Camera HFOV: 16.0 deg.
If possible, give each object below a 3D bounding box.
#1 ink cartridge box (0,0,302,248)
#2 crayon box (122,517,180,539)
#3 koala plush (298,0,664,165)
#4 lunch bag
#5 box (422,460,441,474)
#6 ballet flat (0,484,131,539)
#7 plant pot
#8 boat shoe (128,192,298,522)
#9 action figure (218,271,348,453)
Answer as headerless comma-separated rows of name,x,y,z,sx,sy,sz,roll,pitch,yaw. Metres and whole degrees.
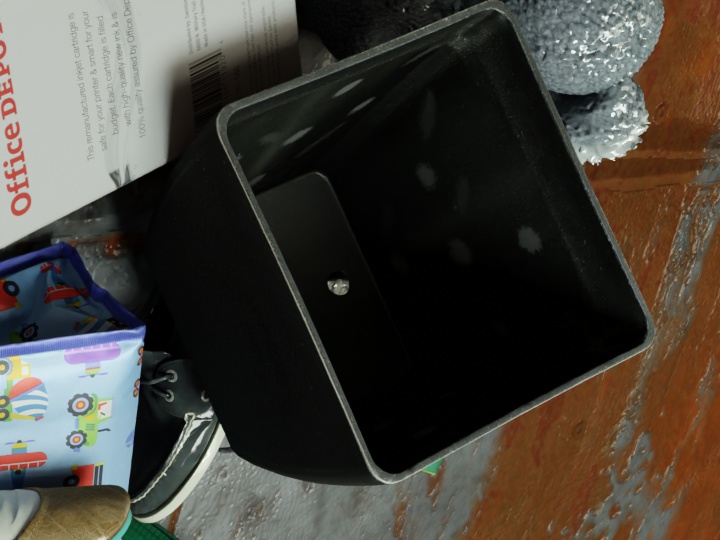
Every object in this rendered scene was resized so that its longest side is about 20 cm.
ink cartridge box,-0.133,-0.122,1.272,0.199,0.084,0.147,-28,134,-28
crayon box,-0.152,0.260,1.558,0.200,0.058,0.119,-53,143,-8
koala plush,0.085,-0.156,1.414,0.183,0.200,0.178,-23,132,-38
lunch bag,-0.224,0.090,1.339,0.199,0.094,0.151,-14,129,-32
box,0.037,0.049,1.638,0.117,0.048,0.201,20,101,-53
ballet flat,-0.215,0.156,1.318,0.199,0.068,0.072,-33,114,8
plant pot,0.000,0.000,1.356,0.199,0.177,0.201,-25,90,-33
boat shoe,-0.103,0.043,1.445,0.066,0.074,0.200,25,92,-44
action figure,-0.016,0.037,1.520,0.118,0.102,0.201,14,104,-38
